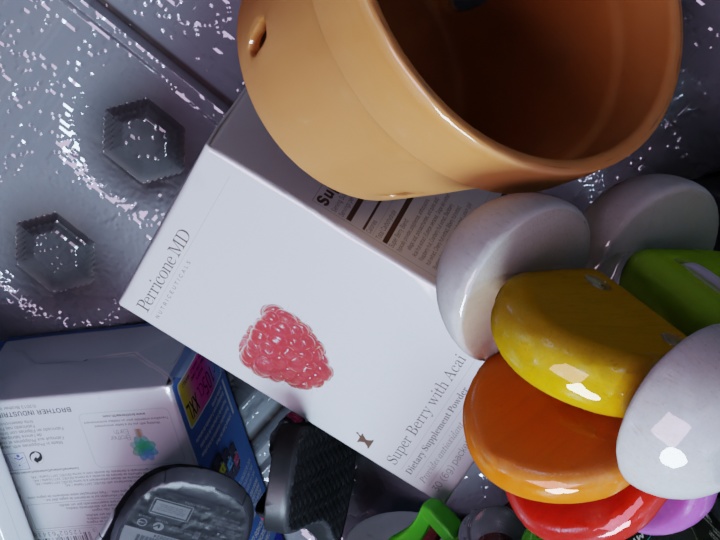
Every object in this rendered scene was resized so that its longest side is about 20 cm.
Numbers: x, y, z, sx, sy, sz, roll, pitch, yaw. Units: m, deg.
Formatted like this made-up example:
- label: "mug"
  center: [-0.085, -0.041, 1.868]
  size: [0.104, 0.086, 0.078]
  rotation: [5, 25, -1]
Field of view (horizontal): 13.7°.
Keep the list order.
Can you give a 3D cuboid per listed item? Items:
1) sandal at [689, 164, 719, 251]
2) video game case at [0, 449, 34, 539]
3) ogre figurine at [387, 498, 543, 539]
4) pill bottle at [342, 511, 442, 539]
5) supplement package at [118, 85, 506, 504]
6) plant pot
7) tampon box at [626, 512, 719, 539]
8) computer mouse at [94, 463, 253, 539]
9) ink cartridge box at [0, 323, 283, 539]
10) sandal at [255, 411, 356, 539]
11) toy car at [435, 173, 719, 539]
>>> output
- label: "sandal"
  center: [0.211, -0.030, 1.496]
  size: [0.199, 0.043, 0.076]
  rotation: [-17, 121, 17]
- label: "video game case"
  center: [-0.246, 0.132, 1.716]
  size: [0.182, 0.024, 0.201]
  rotation: [18, 132, 48]
- label: "ogre figurine"
  center: [0.075, 0.149, 1.496]
  size: [0.098, 0.201, 0.120]
  rotation: [40, 139, -15]
- label: "pill bottle"
  center: [0.016, 0.241, 1.688]
  size: [0.109, 0.110, 0.201]
  rotation: [18, 125, 9]
- label: "supplement package"
  center: [0.000, 0.000, 1.536]
  size: [0.199, 0.120, 0.122]
  rotation: [31, 127, -1]
- label: "plant pot"
  center: [0.034, -0.120, 1.418]
  size: [0.200, 0.200, 0.140]
  rotation: [49, 141, -13]
- label: "tampon box"
  center: [0.155, 0.233, 1.537]
  size: [0.150, 0.200, 0.126]
  rotation: [-36, 128, 13]
- label: "computer mouse"
  center: [-0.144, 0.164, 1.630]
  size: [0.140, 0.046, 0.201]
  rotation: [13, 126, -12]
- label: "ink cartridge box"
  center: [-0.127, 0.135, 1.694]
  size: [0.136, 0.076, 0.201]
  rotation: [-5, 117, 23]
- label: "sandal"
  center: [-0.036, 0.106, 1.589]
  size: [0.045, 0.200, 0.076]
  rotation: [6, 86, 12]
- label: "toy car"
  center: [0.130, 0.055, 1.364]
  size: [0.175, 0.199, 0.151]
  rotation: [38, 123, 36]
